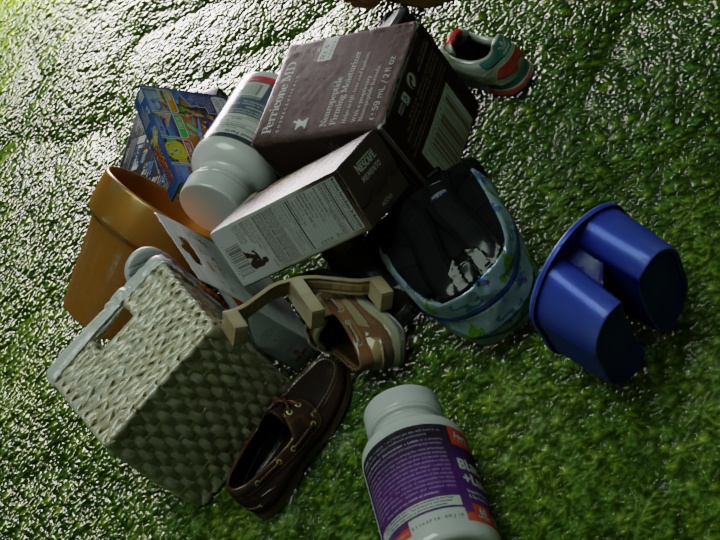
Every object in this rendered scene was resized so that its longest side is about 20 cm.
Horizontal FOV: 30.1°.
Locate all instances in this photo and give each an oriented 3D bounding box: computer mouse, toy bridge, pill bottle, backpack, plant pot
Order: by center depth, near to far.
[{"bbox_3d":[0.063,0.214,1.325,0.111,0.111,0.200,-31,44,13],"label":"pill bottle"},{"bbox_3d":[0.114,-0.012,1.461,0.163,0.154,0.200,-37,21,2],"label":"backpack"},{"bbox_3d":[-0.060,0.034,1.476,0.199,0.027,0.067,-13,40,-25],"label":"toy bridge"},{"bbox_3d":[-0.146,-0.146,1.698,0.119,0.120,0.200,-3,46,36],"label":"pill bottle"},{"bbox_3d":[-0.284,-0.005,1.725,0.184,0.200,0.200,-58,42,7],"label":"plant pot"},{"bbox_3d":[0.036,-0.290,1.760,0.139,0.053,0.200,-54,10,-6],"label":"computer mouse"}]

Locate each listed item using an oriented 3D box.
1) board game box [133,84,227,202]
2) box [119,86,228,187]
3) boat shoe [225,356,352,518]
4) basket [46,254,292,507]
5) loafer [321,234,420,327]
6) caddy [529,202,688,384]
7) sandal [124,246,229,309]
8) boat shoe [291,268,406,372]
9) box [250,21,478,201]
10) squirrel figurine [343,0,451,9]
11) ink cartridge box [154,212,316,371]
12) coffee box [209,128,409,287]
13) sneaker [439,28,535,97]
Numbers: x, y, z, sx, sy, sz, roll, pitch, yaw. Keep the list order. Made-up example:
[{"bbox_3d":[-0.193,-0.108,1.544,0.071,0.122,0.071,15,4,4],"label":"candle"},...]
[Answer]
[{"bbox_3d":[-0.216,-0.168,1.807,0.035,0.135,0.200,-59,41,36],"label":"board game box"},{"bbox_3d":[-0.275,-0.162,1.934,0.159,0.046,0.201,-13,50,30],"label":"box"},{"bbox_3d":[-0.079,0.178,1.496,0.070,0.070,0.200,9,62,43],"label":"boat shoe"},{"bbox_3d":[-0.212,0.129,1.540,0.198,0.200,0.161,-47,44,-4],"label":"basket"},{"bbox_3d":[0.000,0.000,1.574,0.073,0.072,0.200,-44,43,-2],"label":"loafer"},{"bbox_3d":[0.234,0.020,1.296,0.105,0.200,0.142,35,82,30],"label":"caddy"},{"bbox_3d":[-0.226,0.030,1.623,0.079,0.207,0.059,-45,45,-11],"label":"sandal"},{"bbox_3d":[-0.030,0.057,1.533,0.072,0.076,0.200,-20,31,-30],"label":"boat shoe"},{"bbox_3d":[0.009,-0.179,1.642,0.199,0.164,0.166,-3,56,36],"label":"box"},{"bbox_3d":[0.043,-0.450,1.860,0.200,0.142,0.187,-25,39,16],"label":"squirrel figurine"},{"bbox_3d":[-0.156,0.026,1.576,0.050,0.200,0.162,-52,41,10],"label":"ink cartridge box"},{"bbox_3d":[-0.058,-0.070,1.522,0.200,0.080,0.113,-24,16,34],"label":"coffee box"},{"bbox_3d":[0.119,-0.270,1.683,0.199,0.093,0.070,9,63,41],"label":"sneaker"}]
